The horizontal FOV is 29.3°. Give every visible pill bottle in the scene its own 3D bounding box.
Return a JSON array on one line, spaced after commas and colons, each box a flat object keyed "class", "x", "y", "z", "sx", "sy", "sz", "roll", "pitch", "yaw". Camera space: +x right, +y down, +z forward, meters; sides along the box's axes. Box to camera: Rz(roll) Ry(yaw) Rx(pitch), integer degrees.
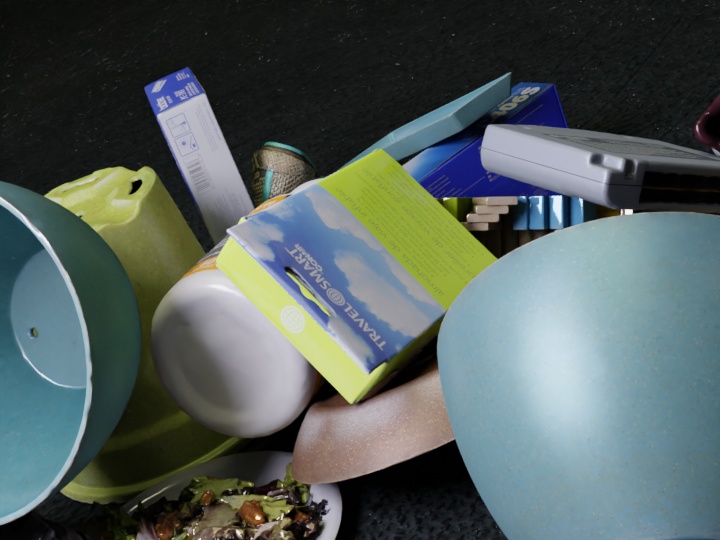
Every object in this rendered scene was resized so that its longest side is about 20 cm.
[{"class": "pill bottle", "x": -0.051, "y": 0.017, "z": 0.937, "sx": 0.115, "sy": 0.118, "sz": 0.200, "roll": -10, "pitch": 21, "yaw": 25}]

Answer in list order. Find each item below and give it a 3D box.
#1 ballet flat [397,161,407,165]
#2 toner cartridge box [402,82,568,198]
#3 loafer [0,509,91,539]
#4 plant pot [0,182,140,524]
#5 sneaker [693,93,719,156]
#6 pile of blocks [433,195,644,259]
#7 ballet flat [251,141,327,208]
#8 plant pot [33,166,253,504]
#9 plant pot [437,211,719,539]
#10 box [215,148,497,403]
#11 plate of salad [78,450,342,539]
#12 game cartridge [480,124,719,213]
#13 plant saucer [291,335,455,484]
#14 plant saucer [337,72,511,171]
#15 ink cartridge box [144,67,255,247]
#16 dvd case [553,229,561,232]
[{"class": "ballet flat", "x": 0.024, "y": -0.051, "z": 1.154, "sx": 0.199, "sy": 0.072, "sz": 0.072, "roll": -32, "pitch": 26, "yaw": -22}, {"class": "toner cartridge box", "x": 0.088, "y": -0.060, "z": 1.080, "sx": 0.199, "sy": 0.096, "sz": 0.043, "roll": -36, "pitch": 27, "yaw": -28}, {"class": "loafer", "x": -0.222, "y": 0.179, "z": 0.862, "sx": 0.199, "sy": 0.063, "sz": 0.072, "roll": 5, "pitch": 64, "yaw": 62}, {"class": "plant pot", "x": -0.211, "y": 0.038, "z": 0.839, "sx": 0.198, "sy": 0.203, "sz": 0.135, "roll": -11, "pitch": 4, "yaw": 24}, {"class": "sneaker", "x": 0.329, "y": -0.115, "z": 0.969, "sx": 0.198, "sy": 0.077, "sz": 0.115, "roll": -18, "pitch": -7, "yaw": 32}, {"class": "pile of blocks", "x": 0.109, "y": -0.021, "z": 0.975, "sx": 0.197, "sy": 0.063, "sz": 0.082, "roll": -2, "pitch": 3, "yaw": -5}, {"class": "ballet flat", "x": -0.050, "y": -0.057, "z": 1.190, "sx": 0.067, "sy": 0.076, "sz": 0.200, "roll": 13, "pitch": -2, "yaw": 18}, {"class": "plant pot", "x": -0.172, "y": 0.033, "z": 1.005, "sx": 0.198, "sy": 0.186, "sz": 0.201, "roll": -18, "pitch": 25, "yaw": 8}, {"class": "plant pot", "x": 0.139, "y": 0.088, "z": 0.658, "sx": 0.198, "sy": 0.201, "sz": 0.136, "roll": -15, "pitch": 50, "yaw": 16}, {"class": "box", "x": 0.000, "y": 0.000, "z": 0.854, "sx": 0.048, "sy": 0.122, "sz": 0.200, "roll": -51, "pitch": -10, "yaw": 32}, {"class": "plate of salad", "x": -0.107, "y": 0.167, "z": 0.845, "sx": 0.198, "sy": 0.049, "sz": 0.201, "roll": -19, "pitch": 24, "yaw": 9}, {"class": "game cartridge", "x": 0.185, "y": -0.072, "z": 0.968, "sx": 0.198, "sy": 0.042, "sz": 0.132, "roll": 0, "pitch": 12, "yaw": -41}, {"class": "plant saucer", "x": 0.040, "y": 0.070, "z": 0.858, "sx": 0.198, "sy": 0.037, "sz": 0.200, "roll": -25, "pitch": 7, "yaw": 3}, {"class": "plant saucer", "x": 0.051, "y": -0.112, "z": 1.112, "sx": 0.070, "sy": 0.019, "sz": 0.199, "roll": -36, "pitch": 9, "yaw": -26}, {"class": "ink cartridge box", "x": -0.112, "y": -0.056, "z": 1.113, "sx": 0.044, "sy": 0.202, "sz": 0.094, "roll": -24, "pitch": 24, "yaw": -5}, {"class": "dvd case", "x": 0.212, "y": 0.008, "z": 0.812, "sx": 0.197, "sy": 0.025, "sz": 0.151, "roll": -1, "pitch": 19, "yaw": 9}]
